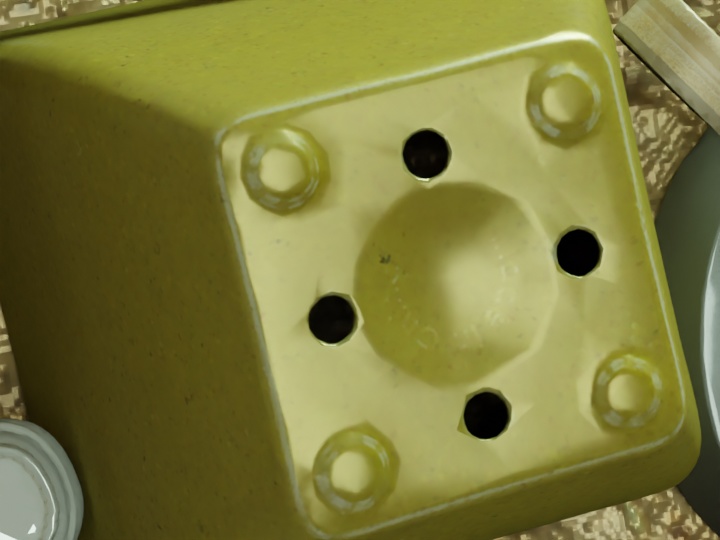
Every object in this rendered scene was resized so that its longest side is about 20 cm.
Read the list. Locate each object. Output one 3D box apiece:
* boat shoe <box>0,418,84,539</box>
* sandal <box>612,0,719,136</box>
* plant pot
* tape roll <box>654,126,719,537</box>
[{"bbox_3d":[-0.174,0.107,0.766,0.199,0.069,0.071,-29,88,-4],"label":"boat shoe"},{"bbox_3d":[0.168,-0.033,0.795,0.070,0.078,0.212,-46,123,8],"label":"sandal"},{"bbox_3d":[0.000,0.000,0.782,0.193,0.200,0.197,-15,94,-15],"label":"plant pot"},{"bbox_3d":[0.198,0.020,0.909,0.199,0.066,0.201,0,90,-16],"label":"tape roll"}]
